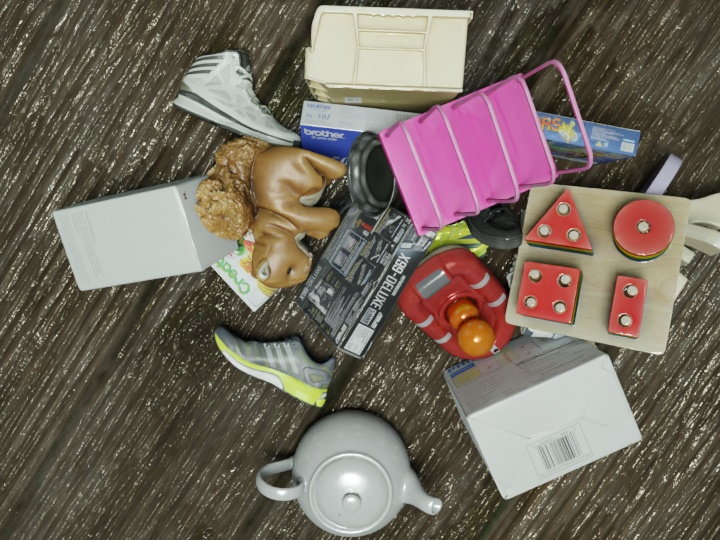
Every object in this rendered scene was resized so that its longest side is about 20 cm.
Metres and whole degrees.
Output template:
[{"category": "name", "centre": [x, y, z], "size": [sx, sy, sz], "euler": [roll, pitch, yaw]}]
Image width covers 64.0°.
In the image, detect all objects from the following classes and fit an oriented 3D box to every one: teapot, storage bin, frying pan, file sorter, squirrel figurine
[{"category": "teapot", "centre": [-0.018, 0.311, 0.852], "size": [0.200, 0.146, 0.198], "euler": [-39, 93, 4]}, {"category": "storage bin", "centre": [0.033, -0.273, 0.777], "size": [0.196, 0.200, 0.095], "euler": [3, 97, 0]}, {"category": "frying pan", "centre": [0.007, -0.104, 0.808], "size": [0.031, 0.115, 0.191], "euler": [-10, 140, -32]}, {"category": "file sorter", "centre": [0.144, -0.142, 0.678], "size": [0.198, 0.125, 0.140], "euler": [-23, 97, -4]}, {"category": "squirrel figurine", "centre": [-0.131, -0.077, 0.794], "size": [0.198, 0.141, 0.188], "euler": [16, 91, -20]}]

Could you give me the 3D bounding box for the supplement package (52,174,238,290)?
[{"category": "supplement package", "centre": [-0.295, -0.055, 0.807], "size": [0.198, 0.117, 0.118], "euler": [-8, 105, 18]}]

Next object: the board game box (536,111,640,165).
[{"category": "board game box", "centre": [0.265, -0.189, 0.814], "size": [0.198, 0.135, 0.035], "euler": [11, 95, -1]}]

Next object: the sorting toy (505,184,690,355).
[{"category": "sorting toy", "centre": [0.299, -0.012, 0.742], "size": [0.198, 0.069, 0.201], "euler": [10, 86, 26]}]

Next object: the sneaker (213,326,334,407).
[{"category": "sneaker", "centre": [-0.129, 0.130, 0.883], "size": [0.199, 0.074, 0.081], "euler": [28, 85, -8]}]

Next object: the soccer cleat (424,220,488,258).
[{"category": "soccer cleat", "centre": [0.130, -0.042, 0.861], "size": [0.199, 0.065, 0.084], "euler": [-33, 98, 4]}]

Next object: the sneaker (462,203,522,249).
[{"category": "sneaker", "centre": [0.169, -0.118, 0.808], "size": [0.059, 0.200, 0.105], "euler": [-9, 122, -11]}]

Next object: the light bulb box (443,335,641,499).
[{"category": "light bulb box", "centre": [0.240, 0.184, 0.813], "size": [0.197, 0.200, 0.126], "euler": [-24, 96, 2]}]

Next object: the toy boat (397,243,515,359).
[{"category": "toy boat", "centre": [0.148, 0.067, 0.810], "size": [0.130, 0.131, 0.200], "euler": [-37, 129, 15]}]

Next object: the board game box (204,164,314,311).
[{"category": "board game box", "centre": [-0.182, -0.054, 0.878], "size": [0.126, 0.035, 0.200], "euler": [-43, 93, 4]}]

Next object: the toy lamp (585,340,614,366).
[{"category": "toy lamp", "centre": [0.330, 0.057, 0.874], "size": [0.058, 0.058, 0.202], "euler": [-21, 95, 2]}]

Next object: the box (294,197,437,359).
[{"category": "box", "centre": [0.000, 0.000, 0.821], "size": [0.050, 0.158, 0.201], "euler": [28, 95, -35]}]

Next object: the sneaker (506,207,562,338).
[{"category": "sneaker", "centre": [0.250, -0.001, 0.835], "size": [0.070, 0.073, 0.202], "euler": [-2, 69, -8]}]

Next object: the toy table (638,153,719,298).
[{"category": "toy table", "centre": [0.429, -0.051, 0.816], "size": [0.117, 0.184, 0.201], "euler": [34, 104, 14]}]

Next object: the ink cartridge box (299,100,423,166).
[{"category": "ink cartridge box", "centre": [0.015, -0.188, 0.833], "size": [0.198, 0.094, 0.045], "euler": [7, 67, 0]}]

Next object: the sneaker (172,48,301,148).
[{"category": "sneaker", "centre": [-0.165, -0.254, 0.841], "size": [0.199, 0.076, 0.116], "euler": [24, 96, 1]}]
